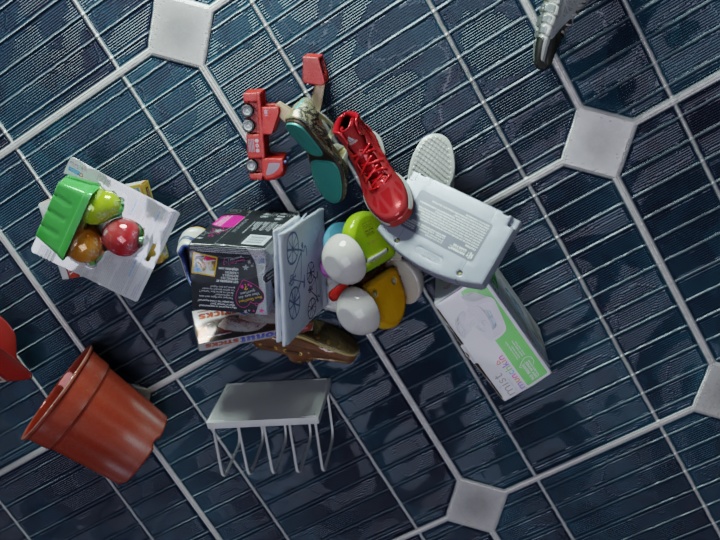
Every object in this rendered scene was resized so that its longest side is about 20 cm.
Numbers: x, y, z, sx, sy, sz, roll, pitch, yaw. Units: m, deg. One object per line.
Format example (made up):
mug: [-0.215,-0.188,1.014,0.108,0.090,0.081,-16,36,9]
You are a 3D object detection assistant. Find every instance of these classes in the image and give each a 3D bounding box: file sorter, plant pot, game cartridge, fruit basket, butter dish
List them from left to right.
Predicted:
butter dish: [-0.718,0.116,1.554,0.198,0.149,0.200,-6,149,8]
plant pot: [-0.472,0.274,1.555,0.195,0.201,0.201,39,110,-16]
fruit basket: [-0.431,-0.068,1.445,0.199,0.094,0.186,25,108,-15]
file sorter: [-0.152,0.284,1.536,0.198,0.139,0.126,-5,111,9]
game cartridge: [0.130,-0.057,1.306,0.199,0.041,0.134,30,89,27]

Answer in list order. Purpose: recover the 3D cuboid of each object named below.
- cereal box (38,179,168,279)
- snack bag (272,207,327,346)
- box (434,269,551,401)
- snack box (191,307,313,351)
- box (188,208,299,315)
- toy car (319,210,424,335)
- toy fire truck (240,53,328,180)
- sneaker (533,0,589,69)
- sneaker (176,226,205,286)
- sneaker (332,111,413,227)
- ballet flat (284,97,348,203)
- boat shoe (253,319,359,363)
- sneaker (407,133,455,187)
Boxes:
cereal box: [-0.450,-0.070,1.501,0.198,0.040,0.145,-10,106,11]
snack bag: [-0.096,0.001,1.399,0.021,0.200,0.191,4,109,18]
box: [0.210,0.079,1.394,0.096,0.177,0.201,-33,101,15]
snack box: [-0.185,0.087,1.466,0.198,0.072,0.024,-10,140,-15]
box: [-0.181,-0.017,1.396,0.131,0.200,0.116,4,111,11]
toy car: [0.000,0.000,1.422,0.149,0.174,0.202,3,115,45]
toy fire truck: [-0.120,-0.247,1.392,0.139,0.049,0.202,0,110,6]
sneaker: [0.328,-0.393,1.269,0.114,0.075,0.202,10,109,1]
sneaker: [-0.265,0.026,1.486,0.075,0.088,0.201,-25,106,13]
sneaker: [0.006,-0.162,1.316,0.078,0.201,0.115,-36,145,11]
ballet flat: [-0.057,-0.197,1.378,0.067,0.076,0.201,12,149,32]
boat shoe: [-0.100,0.128,1.513,0.198,0.072,0.068,16,116,9]
sneaker: [0.115,-0.117,1.398,0.078,0.079,0.202,5,85,9]
